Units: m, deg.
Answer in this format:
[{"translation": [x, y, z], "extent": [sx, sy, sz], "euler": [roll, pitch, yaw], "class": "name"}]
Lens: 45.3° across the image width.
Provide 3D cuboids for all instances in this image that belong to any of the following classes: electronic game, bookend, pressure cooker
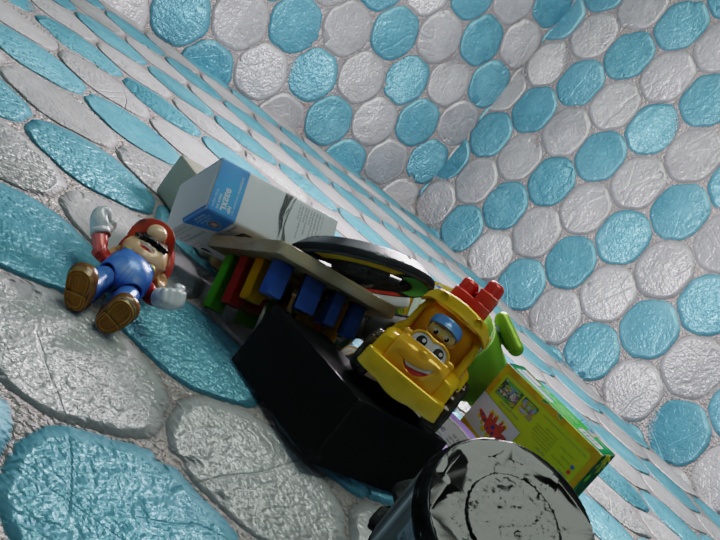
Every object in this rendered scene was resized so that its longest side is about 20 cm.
[{"translation": [0.000, 0.000, 1.130], "extent": [0.199, 0.042, 0.200], "euler": [13, -12, 3], "class": "electronic game"}, {"translation": [-0.026, 0.162, 1.071], "extent": [0.198, 0.092, 0.200], "euler": [34, 7, -48], "class": "bookend"}, {"translation": [0.092, 0.266, 0.779], "extent": [0.178, 0.200, 0.176], "euler": [30, 43, 1], "class": "pressure cooker"}]

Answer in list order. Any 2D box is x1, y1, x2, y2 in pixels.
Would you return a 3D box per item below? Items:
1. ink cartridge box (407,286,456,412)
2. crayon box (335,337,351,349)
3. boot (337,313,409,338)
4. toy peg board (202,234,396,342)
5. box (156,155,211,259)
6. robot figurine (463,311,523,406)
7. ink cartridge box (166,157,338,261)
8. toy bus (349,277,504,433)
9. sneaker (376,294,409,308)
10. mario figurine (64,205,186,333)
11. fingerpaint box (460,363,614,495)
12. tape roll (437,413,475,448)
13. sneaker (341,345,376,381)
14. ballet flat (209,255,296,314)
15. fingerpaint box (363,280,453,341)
[{"translation": [0.123, 0.126, 1.489], "extent": [0.057, 0.163, 0.200], "euler": [-6, -38, 47], "class": "ink cartridge box"}, {"translation": [-0.072, 0.040, 1.506], "extent": [0.200, 0.058, 0.173], "euler": [40, 14, 4], "class": "crayon box"}, {"translation": [0.030, 0.090, 1.295], "extent": [0.181, 0.073, 0.200], "euler": [-1, 13, -29], "class": "boot"}, {"translation": [-0.095, 0.043, 1.149], "extent": [0.199, 0.098, 0.199], "euler": [30, -13, -33], "class": "toy peg board"}, {"translation": [-0.253, -0.098, 1.404], "extent": [0.068, 0.082, 0.200], "euler": [27, 18, -47], "class": "box"}, {"translation": [0.173, 0.133, 1.413], "extent": [0.116, 0.175, 0.201], "euler": [-113, 179, -54], "class": "robot figurine"}, {"translation": [-0.156, -0.062, 1.236], "extent": [0.199, 0.084, 0.145], "euler": [27, -27, -28], "class": "ink cartridge box"}, {"translation": [0.100, 0.084, 1.053], "extent": [0.136, 0.192, 0.200], "euler": [41, 4, 10], "class": "toy bus"}, {"translation": [-0.009, 0.000, 1.343], "extent": [0.199, 0.082, 0.074], "euler": [18, 0, -9], "class": "sneaker"}, {"translation": [-0.254, -0.014, 0.969], "extent": [0.200, 0.105, 0.124], "euler": [-79, 152, -70], "class": "mario figurine"}, {"translation": [0.256, 0.273, 1.327], "extent": [0.200, 0.167, 0.073], "euler": [45, 14, 31], "class": "fingerpaint box"}, {"translation": [0.094, 0.242, 1.226], "extent": [0.200, 0.066, 0.200], "euler": [38, 10, -8], "class": "tape roll"}, {"translation": [0.050, 0.168, 1.338], "extent": [0.199, 0.079, 0.080], "euler": [30, 19, -35], "class": "sneaker"}, {"translation": [-0.143, 0.015, 1.353], "extent": [0.200, 0.063, 0.069], "euler": [33, 10, -33], "class": "ballet flat"}, {"translation": [0.084, 0.092, 1.514], "extent": [0.073, 0.168, 0.200], "euler": [7, -6, 29], "class": "fingerpaint box"}]
